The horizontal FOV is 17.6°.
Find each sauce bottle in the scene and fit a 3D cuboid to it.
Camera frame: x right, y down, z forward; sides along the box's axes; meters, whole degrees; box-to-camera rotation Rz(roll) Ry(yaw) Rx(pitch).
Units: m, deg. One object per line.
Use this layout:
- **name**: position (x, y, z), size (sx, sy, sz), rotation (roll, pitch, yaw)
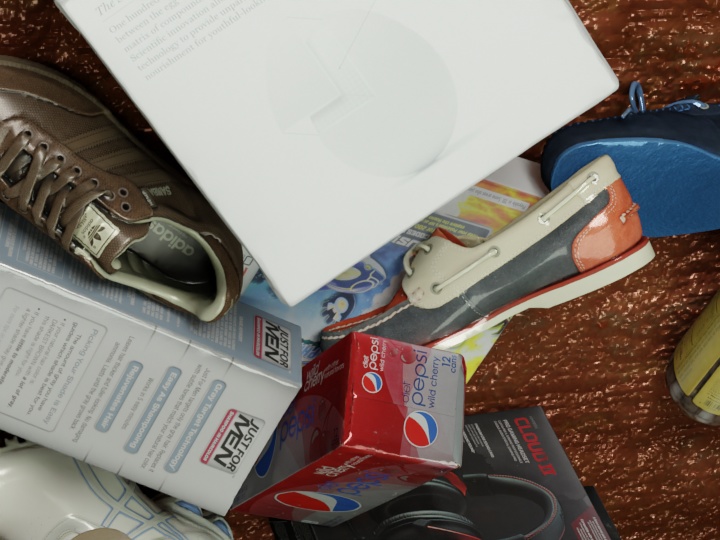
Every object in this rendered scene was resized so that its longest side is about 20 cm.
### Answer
- **sauce bottle**: position (0.245, 0.025, 1.396), size (0.064, 0.065, 0.200), rotation (-4, 153, -19)

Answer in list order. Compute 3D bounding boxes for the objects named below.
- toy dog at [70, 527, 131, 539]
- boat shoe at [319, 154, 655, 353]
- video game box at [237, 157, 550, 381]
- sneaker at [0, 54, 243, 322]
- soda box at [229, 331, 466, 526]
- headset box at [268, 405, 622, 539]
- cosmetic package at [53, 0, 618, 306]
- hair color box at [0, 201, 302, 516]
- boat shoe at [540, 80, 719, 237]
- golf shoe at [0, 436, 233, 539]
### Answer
- **toy dog**: position (-0.204, 0.201, 1.310), size (0.199, 0.097, 0.132), rotation (-10, 126, 37)
- **boat shoe**: position (0.062, 0.002, 1.283), size (0.199, 0.071, 0.063), rotation (-23, 100, 16)
- **video game box**: position (0.000, 0.000, 1.332), size (0.199, 0.047, 0.183), rotation (15, 123, -31)
- **sneaker**: position (-0.139, -0.042, 1.196), size (0.199, 0.076, 0.071), rotation (30, 109, -24)
- **soda box**: position (-0.010, 0.091, 1.279), size (0.070, 0.064, 0.200), rotation (12, 161, -18)
- **headset box**: position (0.059, 0.166, 1.423), size (0.198, 0.149, 0.075), rotation (-6, 130, -17)
- **cosmetic package**: position (-0.017, -0.132, 1.135), size (0.199, 0.123, 0.200), rotation (-33, 119, 6)
- **hair color box**: position (-0.141, 0.046, 1.263), size (0.199, 0.061, 0.099), rotation (23, 118, -15)
- **boat shoe**: position (0.187, -0.062, 1.344), size (0.199, 0.069, 0.084), rotation (5, 131, -28)
- **golf shoe**: position (-0.149, 0.162, 1.370), size (0.199, 0.098, 0.078), rotation (23, 118, -34)
